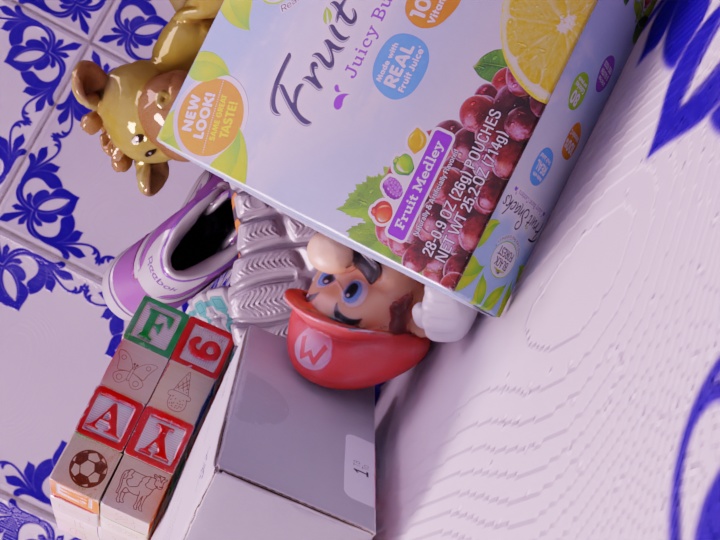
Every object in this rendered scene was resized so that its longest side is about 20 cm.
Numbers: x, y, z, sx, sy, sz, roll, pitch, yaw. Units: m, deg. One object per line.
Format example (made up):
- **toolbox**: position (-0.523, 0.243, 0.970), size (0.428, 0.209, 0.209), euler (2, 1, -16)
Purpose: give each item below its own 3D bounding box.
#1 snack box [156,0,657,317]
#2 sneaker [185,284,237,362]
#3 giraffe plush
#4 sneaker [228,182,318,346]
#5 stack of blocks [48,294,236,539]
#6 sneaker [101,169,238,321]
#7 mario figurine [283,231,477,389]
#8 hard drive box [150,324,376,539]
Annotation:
- **snack box**: position (0.027, -0.107, 0.559), size (0.202, 0.168, 0.068), euler (-62, -28, 0)
- **sneaker**: position (-0.048, 0.021, 0.899), size (0.091, 0.078, 0.199), euler (-24, -7, -47)
- **giraffe plush**: position (-0.133, -0.149, 0.970), size (0.163, 0.173, 0.199), euler (-51, 19, -23)
- **sneaker**: position (-0.036, -0.025, 0.731), size (0.112, 0.076, 0.203), euler (-71, -23, -81)
- **stack of blocks**: position (-0.132, 0.111, 0.769), size (0.200, 0.058, 0.116), euler (114, 179, -65)
- **sneaker**: position (-0.089, -0.041, 0.923), size (0.114, 0.073, 0.201), euler (-30, 16, 49)
- **mario figurine**: position (0.020, -0.037, 0.618), size (0.202, 0.105, 0.123), euler (-62, 10, -2)
- **hard drive box**: position (-0.067, 0.153, 0.623), size (0.156, 0.076, 0.202), euler (-88, 22, -70)
